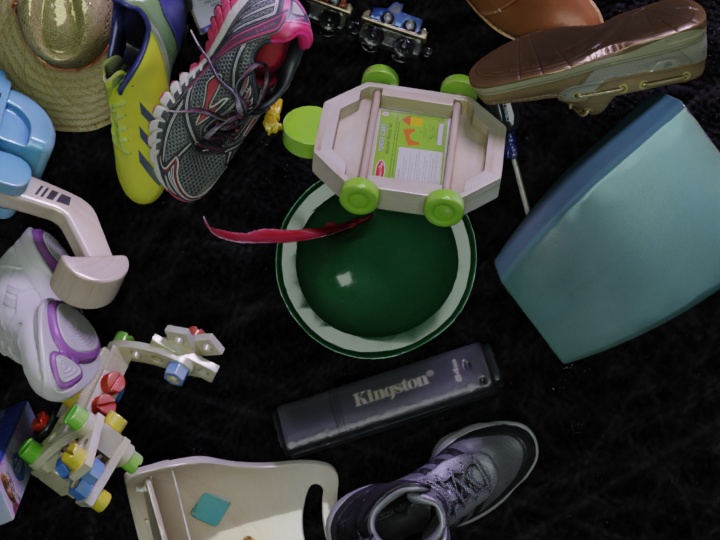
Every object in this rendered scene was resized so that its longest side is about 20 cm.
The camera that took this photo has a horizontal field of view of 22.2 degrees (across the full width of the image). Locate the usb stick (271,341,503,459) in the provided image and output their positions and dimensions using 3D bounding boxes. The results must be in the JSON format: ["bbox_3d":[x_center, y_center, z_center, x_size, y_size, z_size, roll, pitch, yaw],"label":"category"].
[{"bbox_3d":[0.022,0.110,1.555,0.198,0.056,0.033,-18,132,2],"label":"usb stick"}]

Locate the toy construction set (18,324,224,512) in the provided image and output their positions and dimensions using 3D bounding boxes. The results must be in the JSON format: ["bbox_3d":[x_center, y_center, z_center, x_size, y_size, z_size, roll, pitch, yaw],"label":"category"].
[{"bbox_3d":[-0.204,0.110,1.507,0.092,0.131,0.200,51,50,-13],"label":"toy construction set"}]

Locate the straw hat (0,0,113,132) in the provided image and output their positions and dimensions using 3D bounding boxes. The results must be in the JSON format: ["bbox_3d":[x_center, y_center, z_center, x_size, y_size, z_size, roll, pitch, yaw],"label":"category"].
[{"bbox_3d":[-0.244,-0.216,1.518,0.198,0.085,0.204,0,94,1],"label":"straw hat"}]

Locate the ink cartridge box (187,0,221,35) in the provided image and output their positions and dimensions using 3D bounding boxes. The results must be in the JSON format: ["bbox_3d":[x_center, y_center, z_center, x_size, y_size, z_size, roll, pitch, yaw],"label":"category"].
[{"bbox_3d":[-0.076,-0.316,1.515,0.198,0.041,0.202,-21,82,1],"label":"ink cartridge box"}]

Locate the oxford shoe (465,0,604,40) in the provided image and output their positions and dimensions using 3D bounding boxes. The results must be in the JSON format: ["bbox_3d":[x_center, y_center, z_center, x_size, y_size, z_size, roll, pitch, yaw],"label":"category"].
[{"bbox_3d":[0.118,-0.240,1.518,0.199,0.071,0.072,31,92,-8],"label":"oxford shoe"}]

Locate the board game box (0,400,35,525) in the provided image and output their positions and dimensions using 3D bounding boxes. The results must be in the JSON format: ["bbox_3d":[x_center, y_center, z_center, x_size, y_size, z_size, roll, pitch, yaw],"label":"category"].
[{"bbox_3d":[-0.365,0.187,1.490,0.198,0.200,0.042,-22,103,2],"label":"board game box"}]

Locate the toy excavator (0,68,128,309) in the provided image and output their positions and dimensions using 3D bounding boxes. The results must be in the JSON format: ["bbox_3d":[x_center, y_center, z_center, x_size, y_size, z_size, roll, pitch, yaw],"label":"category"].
[{"bbox_3d":[-0.278,-0.074,1.492,0.198,0.196,0.100,17,133,-15],"label":"toy excavator"}]

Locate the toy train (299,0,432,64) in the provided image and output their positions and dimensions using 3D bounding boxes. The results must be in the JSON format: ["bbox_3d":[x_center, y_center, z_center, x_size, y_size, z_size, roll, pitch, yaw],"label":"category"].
[{"bbox_3d":[-0.031,-0.224,1.543,0.198,0.034,0.046,20,82,0],"label":"toy train"}]

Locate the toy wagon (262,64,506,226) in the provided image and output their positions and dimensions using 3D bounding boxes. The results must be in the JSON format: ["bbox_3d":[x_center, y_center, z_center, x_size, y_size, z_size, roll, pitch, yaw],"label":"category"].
[{"bbox_3d":[0.018,-0.105,1.500,0.197,0.156,0.040,8,135,3],"label":"toy wagon"}]

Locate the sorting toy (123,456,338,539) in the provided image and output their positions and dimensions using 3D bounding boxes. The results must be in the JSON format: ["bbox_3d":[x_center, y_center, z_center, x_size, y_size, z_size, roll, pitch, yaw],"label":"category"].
[{"bbox_3d":[-0.089,0.245,1.548,0.178,0.107,0.202,-15,85,-10],"label":"sorting toy"}]

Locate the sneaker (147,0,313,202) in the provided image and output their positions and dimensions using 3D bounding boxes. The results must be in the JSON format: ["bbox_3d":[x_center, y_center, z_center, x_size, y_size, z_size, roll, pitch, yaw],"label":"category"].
[{"bbox_3d":[-0.106,-0.137,1.467,0.075,0.080,0.201,52,125,38],"label":"sneaker"}]

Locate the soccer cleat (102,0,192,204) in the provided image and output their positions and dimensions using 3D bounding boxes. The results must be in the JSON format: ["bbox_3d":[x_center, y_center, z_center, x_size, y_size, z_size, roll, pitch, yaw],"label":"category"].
[{"bbox_3d":[-0.186,-0.145,1.500,0.064,0.083,0.202,26,122,28],"label":"soccer cleat"}]

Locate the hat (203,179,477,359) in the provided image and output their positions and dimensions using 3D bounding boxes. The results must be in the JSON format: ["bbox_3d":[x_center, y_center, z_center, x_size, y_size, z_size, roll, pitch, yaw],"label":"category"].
[{"bbox_3d":[0.000,0.000,1.483,0.198,0.176,0.167,-19,93,2],"label":"hat"}]

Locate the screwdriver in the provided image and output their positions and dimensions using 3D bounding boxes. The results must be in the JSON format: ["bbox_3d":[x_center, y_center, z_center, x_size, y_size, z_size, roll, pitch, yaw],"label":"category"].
[{"bbox_3d":[0.131,-0.078,1.552,0.029,0.028,0.202,-16,97,-41],"label":"screwdriver"}]

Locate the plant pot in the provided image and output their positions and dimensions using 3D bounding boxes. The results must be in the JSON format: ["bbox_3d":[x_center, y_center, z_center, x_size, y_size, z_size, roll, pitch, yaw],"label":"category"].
[{"bbox_3d":[0.215,-0.025,1.498,0.199,0.141,0.142,-38,97,7],"label":"plant pot"}]

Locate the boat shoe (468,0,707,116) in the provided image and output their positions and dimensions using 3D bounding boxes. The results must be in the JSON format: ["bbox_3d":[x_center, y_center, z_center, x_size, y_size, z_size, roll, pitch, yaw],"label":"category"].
[{"bbox_3d":[0.189,-0.162,1.503,0.198,0.074,0.067,-12,125,8],"label":"boat shoe"}]

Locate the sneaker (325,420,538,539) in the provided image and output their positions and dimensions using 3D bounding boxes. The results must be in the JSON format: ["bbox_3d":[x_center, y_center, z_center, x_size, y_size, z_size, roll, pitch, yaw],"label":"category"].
[{"bbox_3d":[0.071,0.188,1.516,0.198,0.114,0.076,-26,94,-12],"label":"sneaker"}]

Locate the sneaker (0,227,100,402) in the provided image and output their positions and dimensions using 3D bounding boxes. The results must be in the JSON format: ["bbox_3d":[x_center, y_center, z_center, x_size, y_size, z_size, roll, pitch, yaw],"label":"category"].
[{"bbox_3d":[-0.270,0.052,1.500,0.099,0.201,0.075,-37,125,10],"label":"sneaker"}]
